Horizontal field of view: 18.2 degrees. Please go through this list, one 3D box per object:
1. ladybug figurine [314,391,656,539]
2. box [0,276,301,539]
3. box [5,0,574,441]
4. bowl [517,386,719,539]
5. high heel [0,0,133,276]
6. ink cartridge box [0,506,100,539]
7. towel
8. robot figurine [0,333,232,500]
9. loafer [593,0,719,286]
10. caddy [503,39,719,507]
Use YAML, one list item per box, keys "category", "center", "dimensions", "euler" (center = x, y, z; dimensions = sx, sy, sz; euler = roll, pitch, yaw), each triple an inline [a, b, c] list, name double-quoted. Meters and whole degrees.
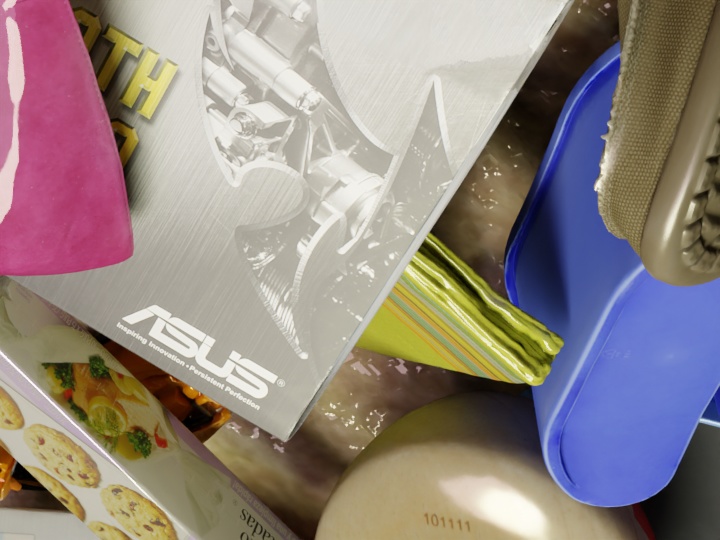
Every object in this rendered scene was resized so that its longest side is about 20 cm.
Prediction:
- category: "ladybug figurine"
  center: [0.054, 0.118, 0.829]
  dimensions: [0.135, 0.072, 0.201]
  euler: [8, 134, 18]
- category: "box"
  center: [-0.080, 0.082, 0.848]
  dimensions: [0.041, 0.039, 0.200]
  euler: [-25, 118, 37]
- category: "box"
  center: [-0.063, -0.069, 0.602]
  dimensions: [0.199, 0.048, 0.159]
  euler: [32, 119, -4]
- category: "bowl"
  center: [0.128, 0.112, 0.873]
  dimensions: [0.199, 0.040, 0.202]
  euler: [12, 135, 12]
- category: "high heel"
  center: [-0.074, -0.092, 0.542]
  dimensions: [0.095, 0.067, 0.201]
  euler: [10, 107, -26]
- category: "ink cartridge box"
  center: [-0.075, 0.156, 0.985]
  dimensions: [0.198, 0.048, 0.160]
  euler: [3, 152, -3]
- category: "towel"
  center: [0.000, 0.000, 0.758]
  dimensions: [0.086, 0.018, 0.200]
  euler: [42, 170, -13]
- category: "robot figurine"
  center: [-0.126, 0.033, 0.892]
  dimensions: [0.199, 0.058, 0.145]
  euler: [-26, 117, 39]
- category: "loafer"
  center: [0.097, -0.095, 0.605]
  dimensions: [0.067, 0.202, 0.076]
  euler: [13, 174, 35]
- category: "caddy"
  center: [0.125, -0.007, 0.714]
  dimensions: [0.140, 0.106, 0.201]
  euler: [5, 143, -12]
